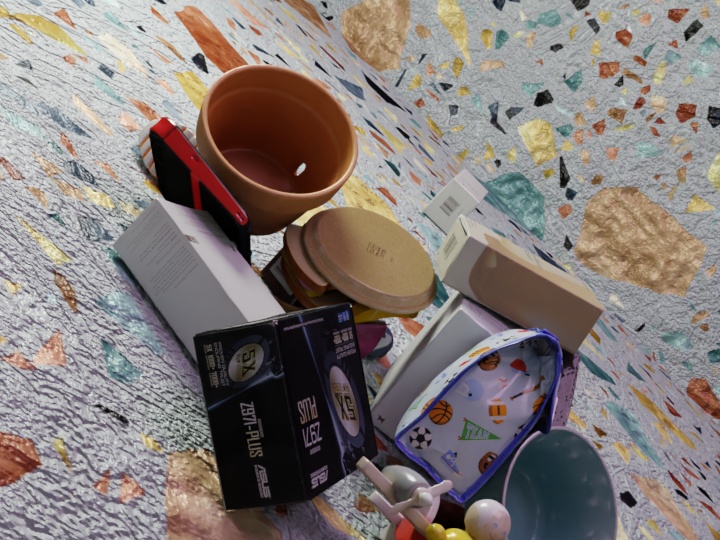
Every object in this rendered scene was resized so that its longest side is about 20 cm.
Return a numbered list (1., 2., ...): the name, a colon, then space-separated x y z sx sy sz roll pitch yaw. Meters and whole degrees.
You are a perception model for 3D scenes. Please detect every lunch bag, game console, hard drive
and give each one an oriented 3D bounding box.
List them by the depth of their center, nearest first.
1. lunch bag: 0.142 0.147 1.270 0.124 0.200 0.170 42 -2 1
2. game console: -0.186 -0.081 1.371 0.177 0.031 0.200 46 -18 14
3. hard drive: 0.232 0.209 1.478 0.038 0.200 0.140 19 51 4

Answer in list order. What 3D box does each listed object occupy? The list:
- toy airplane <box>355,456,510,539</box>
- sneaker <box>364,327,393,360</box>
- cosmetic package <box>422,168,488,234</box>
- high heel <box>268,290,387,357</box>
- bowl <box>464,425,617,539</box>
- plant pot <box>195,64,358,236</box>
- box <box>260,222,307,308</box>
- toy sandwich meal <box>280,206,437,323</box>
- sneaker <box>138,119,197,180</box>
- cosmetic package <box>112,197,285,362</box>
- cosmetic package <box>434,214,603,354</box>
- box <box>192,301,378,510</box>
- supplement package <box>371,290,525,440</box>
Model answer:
1. toy airplane: 0.085 0.268 1.119 0.199 0.141 0.200 56 11 23
2. sneaker: 0.003 0.068 1.535 0.070 0.082 0.200 51 18 26
3. cosmetic package: 0.216 -0.157 2.570 0.085 0.108 0.200 44 17 2
4. high heel: -0.065 0.049 1.395 0.200 0.096 0.067 38 17 -18
5. bowl: 0.198 0.286 1.336 0.201 0.105 0.201 10 74 -38
6. plant pot: -0.121 -0.136 1.425 0.200 0.140 0.200 13 54 -19
7. box: -0.038 0.003 1.574 0.075 0.100 0.200 50 18 22
8. toy sandwich meal: 0.000 0.000 1.422 0.205 0.070 0.205 21 36 -16
9. sneaker: -0.218 -0.121 1.523 0.200 0.078 0.077 44 -7 6
10. cosmetic package: -0.166 0.023 1.248 0.200 0.081 0.113 49 14 20
11. cosmetic package: 0.198 0.016 1.443 0.200 0.071 0.105 28 16 -12
12. box: -0.065 0.124 1.096 0.200 0.086 0.164 -8 88 -70
13. supplement package: 0.133 0.135 1.473 0.147 0.191 0.200 39 16 -1
